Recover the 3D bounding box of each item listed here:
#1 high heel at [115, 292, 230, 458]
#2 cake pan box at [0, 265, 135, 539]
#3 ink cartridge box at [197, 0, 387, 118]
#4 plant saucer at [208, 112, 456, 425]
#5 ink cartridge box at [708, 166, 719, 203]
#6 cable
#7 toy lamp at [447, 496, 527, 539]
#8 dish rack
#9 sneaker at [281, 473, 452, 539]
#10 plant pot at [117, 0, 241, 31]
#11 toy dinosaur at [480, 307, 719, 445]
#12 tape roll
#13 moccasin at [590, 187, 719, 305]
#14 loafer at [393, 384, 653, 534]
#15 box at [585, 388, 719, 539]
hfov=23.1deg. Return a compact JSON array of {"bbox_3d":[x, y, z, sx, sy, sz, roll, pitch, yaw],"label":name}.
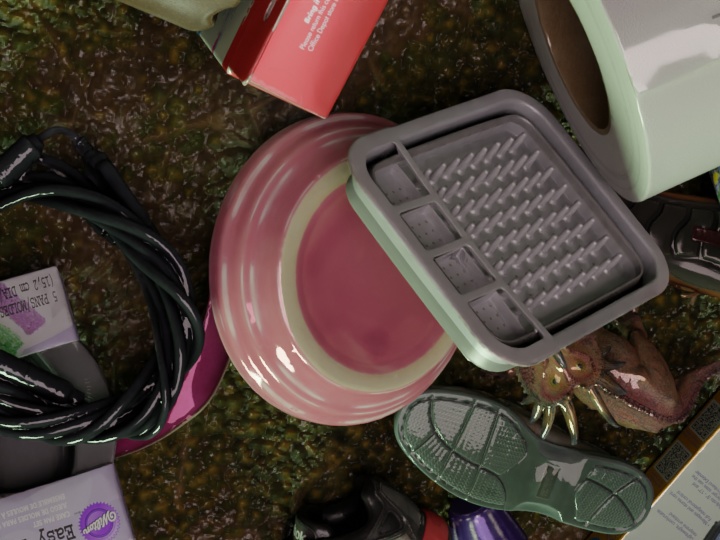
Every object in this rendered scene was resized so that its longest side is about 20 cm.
[{"bbox_3d":[-0.114,0.032,1.144,0.200,0.067,0.096,-41,105,-6],"label":"high heel"},{"bbox_3d":[-0.250,0.111,1.099,0.198,0.052,0.186,-15,84,-9],"label":"cake pan box"},{"bbox_3d":[-0.033,-0.163,1.023,0.067,0.200,0.117,24,101,-19],"label":"ink cartridge box"},{"bbox_3d":[0.000,0.000,1.123,0.199,0.051,0.203,-2,94,-34],"label":"plant saucer"},{"bbox_3d":[0.297,-0.033,1.144,0.108,0.201,0.051,4,137,-14],"label":"ink cartridge box"},{"bbox_3d":[-0.188,0.022,1.071,0.162,0.051,0.201,-33,85,-11],"label":"cable"},{"bbox_3d":[0.112,0.247,1.265,0.058,0.058,0.201,-24,114,-5],"label":"toy lamp"},{"bbox_3d":[0.087,-0.022,1.087,0.172,0.199,0.044,52,133,14],"label":"dish rack"},{"bbox_3d":[-0.035,0.218,1.213,0.200,0.071,0.098,-42,112,0],"label":"sneaker"},{"bbox_3d":[-0.144,-0.244,0.985,0.197,0.200,0.202,24,101,-26],"label":"plant pot"},{"bbox_3d":[0.168,0.072,1.179,0.198,0.136,0.087,17,103,-18],"label":"toy dinosaur"},{"bbox_3d":[0.190,-0.161,1.076,0.138,0.203,0.204,-23,111,-4],"label":"tape roll"},{"bbox_3d":[0.235,-0.012,1.207,0.199,0.078,0.075,7,90,-11],"label":"moccasin"},{"bbox_3d":[0.108,0.129,1.227,0.198,0.063,0.072,23,101,-15],"label":"loafer"},{"bbox_3d":[0.250,0.190,1.288,0.119,0.042,0.200,39,98,-21],"label":"box"}]
